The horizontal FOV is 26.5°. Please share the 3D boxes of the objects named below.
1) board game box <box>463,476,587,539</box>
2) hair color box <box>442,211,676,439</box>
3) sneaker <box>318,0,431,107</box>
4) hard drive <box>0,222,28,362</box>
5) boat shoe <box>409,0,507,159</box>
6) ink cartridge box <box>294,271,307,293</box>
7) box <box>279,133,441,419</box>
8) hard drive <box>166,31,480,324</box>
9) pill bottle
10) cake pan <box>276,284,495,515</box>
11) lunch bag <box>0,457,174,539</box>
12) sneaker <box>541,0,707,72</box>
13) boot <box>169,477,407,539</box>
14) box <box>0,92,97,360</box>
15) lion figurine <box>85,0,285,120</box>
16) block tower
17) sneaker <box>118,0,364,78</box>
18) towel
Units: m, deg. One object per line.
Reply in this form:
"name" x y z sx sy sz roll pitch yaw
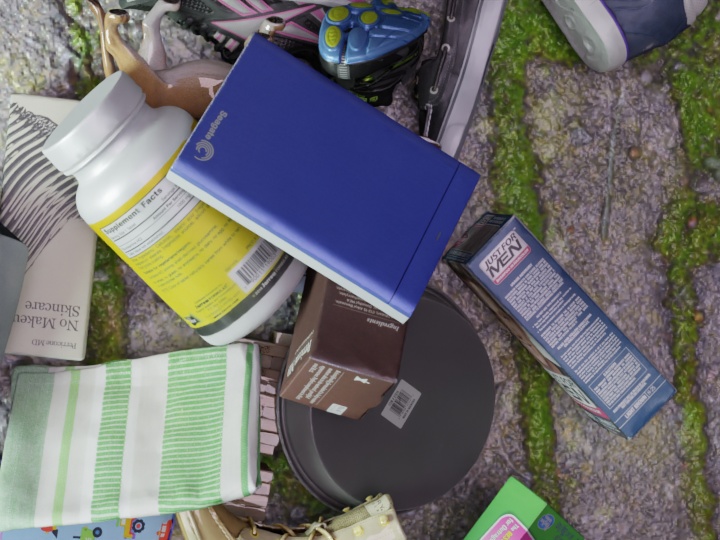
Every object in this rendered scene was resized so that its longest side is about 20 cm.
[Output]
"board game box" 0.101 0.279 1.244 0.040 0.153 0.201 35 85 35
"hair color box" 0.162 0.044 1.263 0.061 0.100 0.200 -44 98 -4
"sneaker" 0.013 -0.164 1.184 0.070 0.200 0.084 15 103 9
"hard drive" -0.315 0.047 1.159 0.042 0.135 0.202 12 104 -41
"boat shoe" 0.073 -0.159 1.262 0.056 0.069 0.202 17 86 5
"ink cartridge box" -0.081 -0.047 1.248 0.198 0.042 0.121 9 90 -9
"box" 0.000 0.000 1.162 0.074 0.100 0.202 15 65 -11
"hard drive" -0.024 -0.069 1.108 0.199 0.025 0.133 31 63 -6
"pill bottle" -0.139 -0.048 1.147 0.112 0.112 0.200 -45 109 -6
"cake pan" 0.028 0.107 1.246 0.198 0.037 0.203 -3 96 -26
"lunch bag" -0.235 0.236 1.213 0.198 0.094 0.152 11 88 -20
"sneaker" 0.211 -0.280 1.276 0.146 0.081 0.201 -33 94 -16
"boot" -0.048 0.205 1.183 0.154 0.073 0.201 -30 105 -1
"box" -0.246 -0.034 1.203 0.081 0.068 0.203 5 91 -11
"lion figurine" -0.124 -0.140 1.187 0.198 0.073 0.124 14 121 2
"block tower" -0.097 0.146 1.244 0.057 0.054 0.202 11 90 -11
"sneaker" -0.094 -0.197 1.219 0.198 0.080 0.087 5 93 -9
"towel" -0.173 0.122 1.158 0.197 0.154 0.024 -6 136 2
